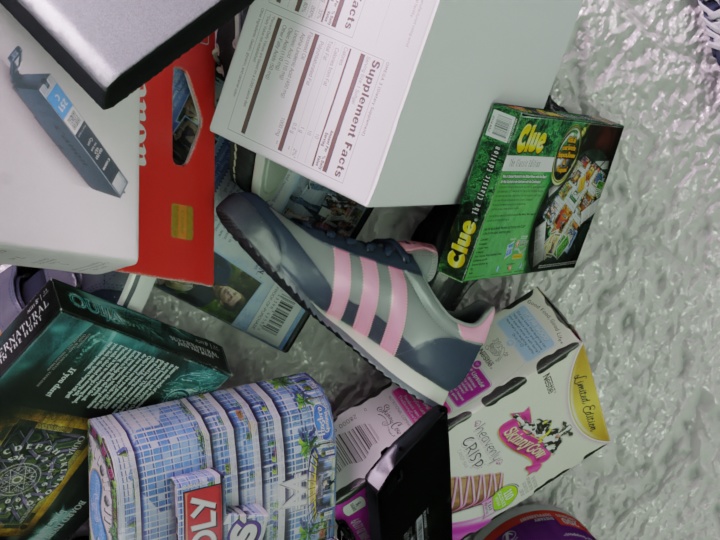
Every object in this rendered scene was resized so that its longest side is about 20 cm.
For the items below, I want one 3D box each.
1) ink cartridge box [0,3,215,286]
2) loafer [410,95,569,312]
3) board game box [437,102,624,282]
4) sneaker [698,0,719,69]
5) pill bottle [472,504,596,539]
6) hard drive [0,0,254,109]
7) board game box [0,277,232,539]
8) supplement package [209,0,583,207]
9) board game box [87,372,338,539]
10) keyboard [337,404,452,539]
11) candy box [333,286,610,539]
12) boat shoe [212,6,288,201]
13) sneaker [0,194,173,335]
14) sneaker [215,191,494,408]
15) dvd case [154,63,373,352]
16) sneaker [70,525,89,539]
[{"bbox_3d":[-0.138,-0.100,0.848,0.175,0.044,0.203,8,77,-43],"label":"ink cartridge box"},{"bbox_3d":[0.079,-0.026,1.016,0.070,0.068,0.202,23,97,-18],"label":"loafer"},{"bbox_3d":[0.112,-0.049,0.962,0.199,0.023,0.106,-5,118,-63],"label":"board game box"},{"bbox_3d":[0.242,-0.186,1.013,0.107,0.070,0.203,2,102,-25],"label":"sneaker"},{"bbox_3d":[0.151,0.256,1.070,0.111,0.200,0.114,-7,111,-17],"label":"pill bottle"},{"bbox_3d":[-0.143,-0.193,0.778,0.200,0.033,0.139,46,65,8],"label":"hard drive"},{"bbox_3d":[-0.189,0.099,0.916,0.200,0.028,0.135,-44,137,20],"label":"board game box"},{"bbox_3d":[0.030,-0.129,0.882,0.199,0.110,0.157,-6,118,-62],"label":"supplement package"},{"bbox_3d":[-0.106,0.181,0.915,0.198,0.061,0.202,-11,114,-32],"label":"board game box"},{"bbox_3d":[0.017,0.170,0.993,0.104,0.039,0.201,-44,147,-30],"label":"keyboard"},{"bbox_3d":[0.067,0.119,1.043,0.199,0.061,0.137,-33,141,-6],"label":"candy box"},{"bbox_3d":[-0.058,-0.145,0.924,0.060,0.076,0.203,13,96,11],"label":"boat shoe"},{"bbox_3d":[-0.186,0.025,0.925,0.079,0.079,0.201,22,112,-26],"label":"sneaker"},{"bbox_3d":[0.000,0.000,0.942,0.200,0.070,0.082,40,88,-28],"label":"sneaker"},{"bbox_3d":[-0.092,-0.050,0.976,0.199,0.018,0.144,29,97,-25],"label":"dvd case"},{"bbox_3d":[-0.217,0.273,0.994,0.075,0.115,0.201,28,98,-25],"label":"sneaker"}]
